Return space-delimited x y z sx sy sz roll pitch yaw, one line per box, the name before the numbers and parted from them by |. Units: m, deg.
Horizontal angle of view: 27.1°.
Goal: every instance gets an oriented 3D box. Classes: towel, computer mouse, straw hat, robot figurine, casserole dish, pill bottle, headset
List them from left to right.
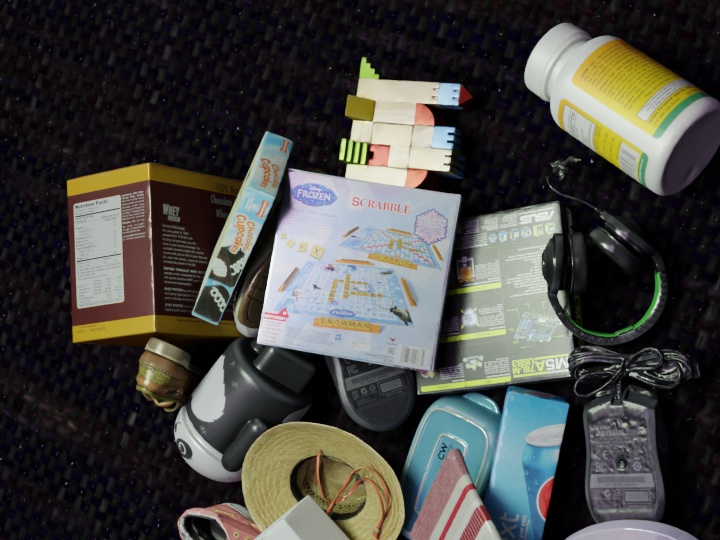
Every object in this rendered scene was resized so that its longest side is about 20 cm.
robot figurine | -0.138 0.160 1.784 0.125 0.150 0.200 44 109 15
straw hat | -0.029 0.243 1.723 0.201 0.085 0.201 9 114 20
computer mouse | 0.007 0.086 1.718 0.138 0.053 0.200 -12 83 -11
casserole dish | 0.098 0.232 1.675 0.121 0.039 0.200 24 97 32
towel | 0.114 0.306 1.553 0.200 0.023 0.144 -116 34 -41
headset | 0.244 -0.021 1.571 0.123 0.094 0.200 -21 96 3
pill bottle | 0.271 -0.175 1.557 0.200 0.113 0.113 39 106 30
computer mouse | 0.284 0.179 1.546 0.138 0.053 0.200 0 88 31

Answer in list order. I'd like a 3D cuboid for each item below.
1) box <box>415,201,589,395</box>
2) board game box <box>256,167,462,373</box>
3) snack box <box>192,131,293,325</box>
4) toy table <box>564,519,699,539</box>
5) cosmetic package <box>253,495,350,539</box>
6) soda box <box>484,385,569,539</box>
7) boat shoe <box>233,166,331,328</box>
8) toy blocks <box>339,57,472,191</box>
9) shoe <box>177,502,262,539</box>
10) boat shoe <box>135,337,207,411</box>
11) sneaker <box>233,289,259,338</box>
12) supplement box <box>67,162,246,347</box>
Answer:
box | 0.149 0.034 1.657 0.200 0.047 0.194 -11 82 31
board game box | 0.000 0.000 1.656 0.200 0.041 0.200 10 88 6
snack box | -0.134 -0.047 1.696 0.037 0.116 0.200 22 128 -8
toy table | 0.247 0.333 1.490 0.200 0.117 0.184 -34 91 41
cosmetic package | -0.035 0.363 1.681 0.200 0.074 0.102 49 119 2
soda box | 0.171 0.230 1.598 0.068 0.064 0.200 11 92 5
boat shoe | -0.093 -0.028 1.737 0.076 0.072 0.200 30 87 47
toy blocks | 0.059 -0.138 1.715 0.136 0.100 0.200 6 86 22
shoe | -0.128 0.344 1.780 0.200 0.091 0.072 31 102 32
boat shoe | -0.236 0.133 1.809 0.072 0.200 0.068 22 79 12
sneaker | -0.073 0.020 1.782 0.200 0.078 0.099 -49 59 20
supplement box | -0.240 -0.013 1.826 0.133 0.197 0.200 -8 81 33
